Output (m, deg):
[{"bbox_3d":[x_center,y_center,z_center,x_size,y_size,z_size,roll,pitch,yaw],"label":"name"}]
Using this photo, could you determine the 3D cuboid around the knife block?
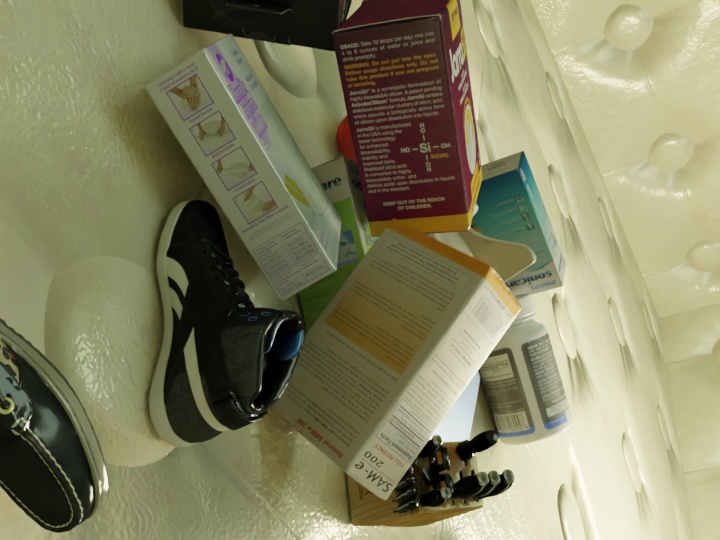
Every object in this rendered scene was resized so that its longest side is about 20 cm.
[{"bbox_3d":[0.083,0.203,0.818,0.200,0.174,0.065,29,49,-57],"label":"knife block"}]

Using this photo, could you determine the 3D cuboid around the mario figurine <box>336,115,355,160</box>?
[{"bbox_3d":[0.051,-0.147,1.051,0.123,0.106,0.200,45,4,25],"label":"mario figurine"}]

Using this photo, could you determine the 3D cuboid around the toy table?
[{"bbox_3d":[0.107,-0.010,1.036,0.118,0.183,0.199,57,32,7],"label":"toy table"}]

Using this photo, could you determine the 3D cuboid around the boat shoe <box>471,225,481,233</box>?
[{"bbox_3d":[0.133,0.016,1.188,0.070,0.071,0.202,13,51,-19],"label":"boat shoe"}]

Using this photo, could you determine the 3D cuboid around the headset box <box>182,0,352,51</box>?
[{"bbox_3d":[-0.078,-0.289,0.809,0.201,0.147,0.076,-78,177,-46],"label":"headset box"}]

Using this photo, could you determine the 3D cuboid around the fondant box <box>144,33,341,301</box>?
[{"bbox_3d":[-0.089,-0.092,0.719,0.201,0.058,0.145,58,11,-17],"label":"fondant box"}]

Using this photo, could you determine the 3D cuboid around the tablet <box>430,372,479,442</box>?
[{"bbox_3d":[0.089,0.129,0.904,0.200,0.014,0.131,56,42,-52],"label":"tablet"}]

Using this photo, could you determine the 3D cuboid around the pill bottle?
[{"bbox_3d":[0.232,0.143,1.248,0.114,0.113,0.202,-13,87,-66],"label":"pill bottle"}]

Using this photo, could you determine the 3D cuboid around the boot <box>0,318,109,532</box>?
[{"bbox_3d":[-0.218,0.076,0.388,0.205,0.073,0.154,61,30,-16],"label":"boot"}]

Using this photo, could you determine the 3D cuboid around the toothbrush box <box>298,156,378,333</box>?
[{"bbox_3d":[0.000,0.000,0.881,0.145,0.085,0.202,9,65,-64],"label":"toothbrush box"}]

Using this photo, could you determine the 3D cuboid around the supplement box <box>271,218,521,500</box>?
[{"bbox_3d":[0.025,0.071,0.721,0.201,0.126,0.074,-52,136,-8],"label":"supplement box"}]

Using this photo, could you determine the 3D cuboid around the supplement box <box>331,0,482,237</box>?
[{"bbox_3d":[0.052,-0.151,0.809,0.131,0.102,0.202,-64,146,-58],"label":"supplement box"}]

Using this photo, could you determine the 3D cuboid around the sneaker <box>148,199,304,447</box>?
[{"bbox_3d":[-0.091,0.026,0.636,0.073,0.111,0.202,39,41,-52],"label":"sneaker"}]

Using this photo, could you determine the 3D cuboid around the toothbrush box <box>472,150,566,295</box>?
[{"bbox_3d":[0.214,-0.059,1.300,0.201,0.145,0.085,64,26,-17],"label":"toothbrush box"}]
